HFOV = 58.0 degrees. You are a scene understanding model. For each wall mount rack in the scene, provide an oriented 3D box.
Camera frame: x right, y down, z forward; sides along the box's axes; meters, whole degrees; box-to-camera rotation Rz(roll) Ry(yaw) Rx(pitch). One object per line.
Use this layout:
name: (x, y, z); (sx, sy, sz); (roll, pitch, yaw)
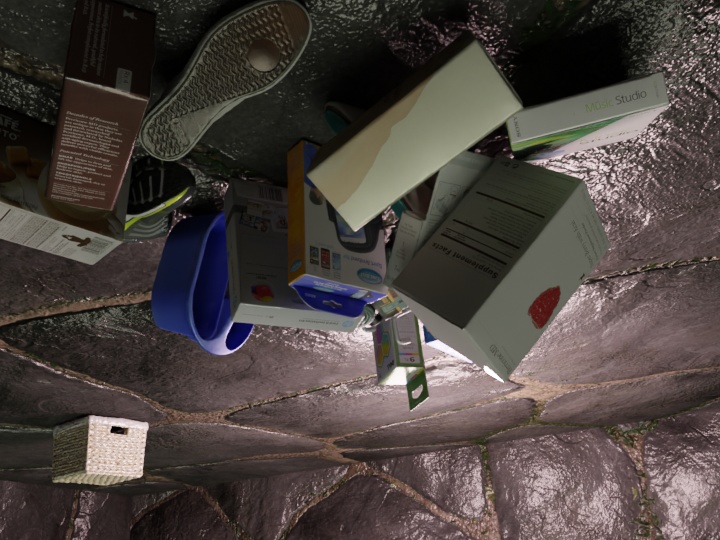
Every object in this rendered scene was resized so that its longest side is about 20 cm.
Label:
wall mount rack: (0.098, 0.063, 1.096); (0.173, 0.075, 0.200); (-20, -166, -26)

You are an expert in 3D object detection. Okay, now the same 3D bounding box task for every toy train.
toy train: (0.000, 0.000, 0.968); (0.114, 0.085, 0.200); (-28, 124, 9)

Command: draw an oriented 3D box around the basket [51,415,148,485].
basket: (-0.752, 0.520, 1.864); (0.200, 0.161, 0.198); (-21, 151, 33)

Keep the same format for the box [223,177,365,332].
box: (-0.086, -0.021, 0.811); (0.156, 0.200, 0.041); (8, 137, -25)

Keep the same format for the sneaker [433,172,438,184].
sneaker: (0.107, -0.070, 0.872); (0.078, 0.089, 0.200); (-3, 152, -5)

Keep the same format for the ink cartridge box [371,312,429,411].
ink cartridge box: (0.068, 0.148, 1.186); (0.059, 0.200, 0.104); (2, 153, -17)

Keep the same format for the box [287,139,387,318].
box: (-0.027, -0.047, 0.769); (0.119, 0.200, 0.041); (14, 149, -35)

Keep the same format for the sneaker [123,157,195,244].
sneaker: (-0.265, -0.082, 0.821); (0.200, 0.074, 0.081); (-17, 159, 39)

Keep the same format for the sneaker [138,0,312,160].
sneaker: (-0.133, -0.194, 0.624); (0.200, 0.085, 0.073); (-34, 119, 15)

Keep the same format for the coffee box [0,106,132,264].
coffee box: (-0.365, -0.096, 0.713); (0.080, 0.115, 0.200); (-26, 146, 37)

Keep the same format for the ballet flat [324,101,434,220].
ballet flat: (0.034, -0.131, 0.751); (0.069, 0.070, 0.200); (-20, 127, 29)

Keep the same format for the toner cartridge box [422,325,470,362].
toner cartridge box: (0.227, 0.148, 1.394); (0.095, 0.043, 0.200); (-23, 148, 31)

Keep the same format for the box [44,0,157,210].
box: (-0.256, -0.152, 0.631); (0.075, 0.100, 0.200); (10, 150, -28)

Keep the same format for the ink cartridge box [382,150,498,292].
ink cartridge box: (0.133, -0.052, 0.785); (0.200, 0.174, 0.044); (4, -164, -39)

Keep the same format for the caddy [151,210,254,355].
caddy: (-0.194, 0.014, 0.887); (0.105, 0.200, 0.141); (1, 161, 27)

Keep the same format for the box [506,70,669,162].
box: (0.230, -0.153, 0.689); (0.144, 0.036, 0.200); (-12, 179, 15)

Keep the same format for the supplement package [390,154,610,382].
supplement package: (0.157, -0.005, 0.716); (0.120, 0.200, 0.121); (31, 168, 47)

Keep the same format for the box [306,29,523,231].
box: (0.050, -0.137, 0.637); (0.200, 0.095, 0.078); (-36, 108, 17)
